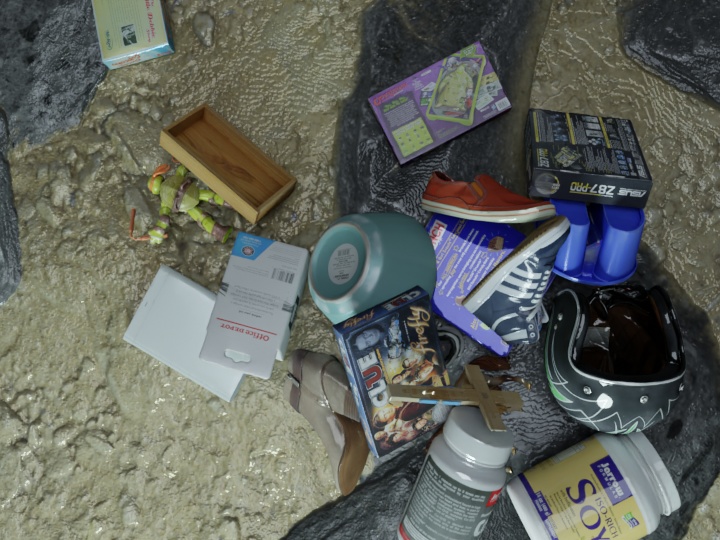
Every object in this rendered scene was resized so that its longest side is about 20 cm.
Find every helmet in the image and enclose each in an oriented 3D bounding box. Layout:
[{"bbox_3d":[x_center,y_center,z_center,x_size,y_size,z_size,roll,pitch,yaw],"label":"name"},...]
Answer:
[{"bbox_3d":[0.343,0.124,1.003,0.195,0.200,0.195,-4,75,4],"label":"helmet"}]

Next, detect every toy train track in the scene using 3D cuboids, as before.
[{"bbox_3d":[0.125,0.177,0.985,0.196,0.116,0.033,7,127,-20],"label":"toy train track"}]

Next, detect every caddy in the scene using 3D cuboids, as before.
[{"bbox_3d":[0.320,-0.058,1.038,0.138,0.201,0.107,7,126,7],"label":"caddy"}]

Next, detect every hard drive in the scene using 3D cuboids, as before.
[{"bbox_3d":[-0.255,0.097,1.147,0.198,0.026,0.134,28,87,8],"label":"hard drive"}]

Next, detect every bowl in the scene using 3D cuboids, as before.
[{"bbox_3d":[0.000,0.000,1.048,0.198,0.104,0.205,-16,65,38],"label":"bowl"}]

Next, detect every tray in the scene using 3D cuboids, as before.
[{"bbox_3d":[-0.205,-0.168,1.143,0.199,0.037,0.099,41,52,7],"label":"tray"}]

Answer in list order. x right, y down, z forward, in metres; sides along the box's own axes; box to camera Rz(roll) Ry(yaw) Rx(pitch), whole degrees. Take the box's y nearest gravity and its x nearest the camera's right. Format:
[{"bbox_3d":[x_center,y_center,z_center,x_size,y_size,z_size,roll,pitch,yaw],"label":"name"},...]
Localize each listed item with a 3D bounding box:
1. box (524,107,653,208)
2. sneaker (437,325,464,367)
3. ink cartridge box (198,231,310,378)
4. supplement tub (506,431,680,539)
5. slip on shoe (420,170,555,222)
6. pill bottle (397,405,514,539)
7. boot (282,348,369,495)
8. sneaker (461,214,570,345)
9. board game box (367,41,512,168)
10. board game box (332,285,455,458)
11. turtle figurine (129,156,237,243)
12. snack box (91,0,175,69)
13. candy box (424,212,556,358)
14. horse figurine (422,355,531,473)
[{"bbox_3d":[0.318,-0.165,1.050,0.158,0.201,0.050,8,126,4],"label":"box"},{"bbox_3d":[0.065,0.145,1.089,0.199,0.080,0.074,-36,84,2],"label":"sneaker"},{"bbox_3d":[-0.155,0.058,1.100,0.114,0.067,0.204,14,72,4],"label":"ink cartridge box"},{"bbox_3d":[0.318,0.315,1.015,0.197,0.145,0.147,-28,82,2],"label":"supplement tub"},{"bbox_3d":[0.171,-0.100,1.003,0.197,0.073,0.063,14,101,36],"label":"slip on shoe"},{"bbox_3d":[0.134,0.301,1.019,0.112,0.114,0.203,22,107,7],"label":"pill bottle"},{"bbox_3d":[-0.055,0.216,1.091,0.145,0.070,0.204,25,117,31],"label":"boot"},{"bbox_3d":[0.233,0.021,0.982,0.109,0.070,0.200,46,130,5],"label":"sneaker"},{"bbox_3d":[0.124,-0.260,1.152,0.197,0.032,0.122,-26,86,1],"label":"board game box"},{"bbox_3d":[0.051,0.140,1.003,0.134,0.035,0.203,-24,115,-16],"label":"board game box"},{"bbox_3d":[-0.266,-0.122,1.149,0.159,0.064,0.203,22,74,-1],"label":"turtle figurine"},{"bbox_3d":[-0.382,-0.445,1.209,0.114,0.037,0.204,-13,83,4],"label":"snack box"},{"bbox_3d":[0.172,0.004,1.095,0.198,0.077,0.171,34,89,6],"label":"candy box"},{"bbox_3d":[0.172,0.208,1.074,0.130,0.050,0.204,14,102,24],"label":"horse figurine"}]
